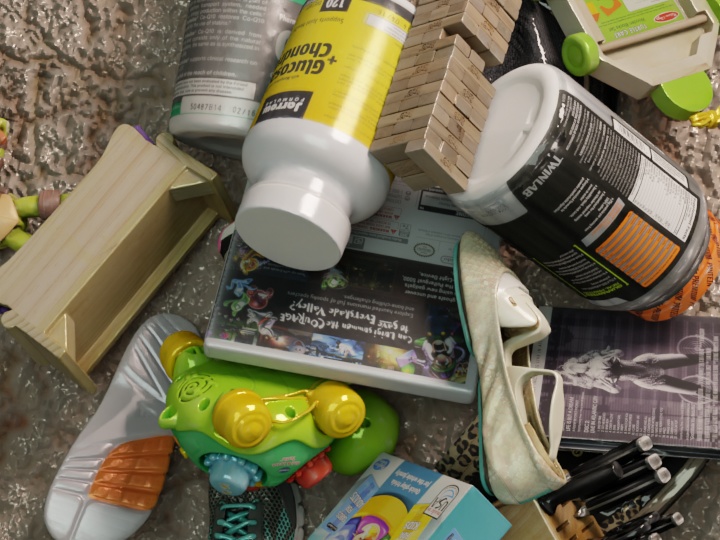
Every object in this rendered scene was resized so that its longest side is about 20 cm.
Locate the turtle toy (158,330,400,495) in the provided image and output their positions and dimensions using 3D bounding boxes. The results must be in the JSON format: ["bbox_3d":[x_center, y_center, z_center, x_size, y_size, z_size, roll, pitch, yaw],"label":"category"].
[{"bbox_3d":[-0.059,0.112,1.204,0.200,0.146,0.101,-2,112,-28],"label":"turtle toy"}]

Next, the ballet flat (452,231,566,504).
[{"bbox_3d":[0.110,0.064,1.121,0.062,0.067,0.200,-15,71,25],"label":"ballet flat"}]

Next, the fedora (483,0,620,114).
[{"bbox_3d":[0.111,-0.144,1.250,0.200,0.092,0.201,-2,81,10],"label":"fedora"}]

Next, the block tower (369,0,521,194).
[{"bbox_3d":[0.065,-0.150,1.155,0.058,0.054,0.200,-11,51,42],"label":"block tower"}]

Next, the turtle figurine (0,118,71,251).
[{"bbox_3d":[-0.300,-0.033,1.321,0.161,0.064,0.200,13,75,4],"label":"turtle figurine"}]

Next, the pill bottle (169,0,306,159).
[{"bbox_3d":[-0.084,-0.195,1.284,0.113,0.113,0.200,7,83,11],"label":"pill bottle"}]

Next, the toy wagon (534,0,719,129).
[{"bbox_3d":[0.215,-0.189,1.232,0.155,0.040,0.200,-19,76,-30],"label":"toy wagon"}]

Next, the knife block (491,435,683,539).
[{"bbox_3d":[0.122,0.180,1.144,0.200,0.064,0.176,20,109,27],"label":"knife block"}]

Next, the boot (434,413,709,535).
[{"bbox_3d":[0.167,0.137,1.207,0.151,0.073,0.200,44,99,13],"label":"boot"}]

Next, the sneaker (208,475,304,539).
[{"bbox_3d":[-0.087,0.222,1.226,0.078,0.091,0.200,-9,78,12],"label":"sneaker"}]

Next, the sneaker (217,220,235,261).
[{"bbox_3d":[-0.016,-0.001,1.260,0.200,0.074,0.088,2,75,5],"label":"sneaker"}]

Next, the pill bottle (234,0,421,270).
[{"bbox_3d":[-0.021,-0.105,1.177,0.112,0.112,0.200,14,61,12],"label":"pill bottle"}]

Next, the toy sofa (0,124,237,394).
[{"bbox_3d":[-0.197,-0.012,1.269,0.098,0.083,0.200,32,75,22],"label":"toy sofa"}]

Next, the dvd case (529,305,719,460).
[{"bbox_3d":[0.215,0.083,1.187,0.200,0.016,0.149,4,38,10],"label":"dvd case"}]

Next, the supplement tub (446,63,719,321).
[{"bbox_3d":[0.168,-0.051,1.170,0.200,0.123,0.123,34,87,-28],"label":"supplement tub"}]

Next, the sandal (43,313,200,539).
[{"bbox_3d":[-0.182,0.134,1.281,0.079,0.059,0.207,26,65,-3],"label":"sandal"}]

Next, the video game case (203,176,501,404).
[{"bbox_3d":[0.000,0.000,1.196,0.200,0.023,0.182,10,59,4],"label":"video game case"}]

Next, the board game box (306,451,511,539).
[{"bbox_3d":[-0.004,0.226,1.124,0.047,0.151,0.200,47,75,-18],"label":"board game box"}]
